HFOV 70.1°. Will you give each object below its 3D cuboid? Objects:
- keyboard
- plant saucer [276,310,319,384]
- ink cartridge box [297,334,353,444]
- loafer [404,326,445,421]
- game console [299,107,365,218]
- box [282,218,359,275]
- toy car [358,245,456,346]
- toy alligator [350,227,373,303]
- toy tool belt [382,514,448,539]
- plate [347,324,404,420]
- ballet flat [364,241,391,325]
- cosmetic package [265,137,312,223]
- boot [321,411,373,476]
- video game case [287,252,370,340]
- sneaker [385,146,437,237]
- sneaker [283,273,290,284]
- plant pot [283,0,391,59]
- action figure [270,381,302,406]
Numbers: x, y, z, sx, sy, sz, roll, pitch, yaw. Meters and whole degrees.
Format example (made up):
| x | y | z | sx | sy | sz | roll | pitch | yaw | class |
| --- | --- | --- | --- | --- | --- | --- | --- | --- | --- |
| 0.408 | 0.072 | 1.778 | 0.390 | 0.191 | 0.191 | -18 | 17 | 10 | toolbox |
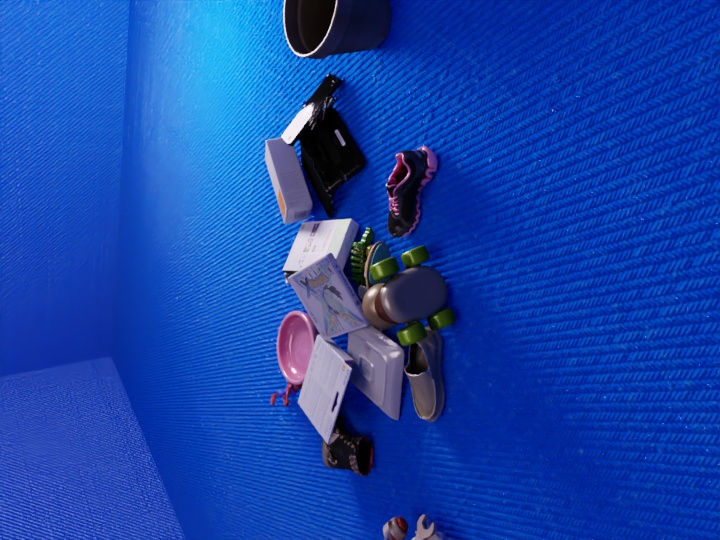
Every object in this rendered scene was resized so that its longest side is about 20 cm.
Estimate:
| x | y | z | sx | sy | sz | roll | pitch | yaw | class |
| --- | --- | --- | --- | --- | --- | --- | --- | --- | --- |
| -0.110 | -0.378 | 1.245 | 0.200 | 0.040 | 0.104 | -50 | 39 | 11 | keyboard |
| -0.165 | 0.214 | 1.427 | 0.200 | 0.051 | 0.202 | -6 | 82 | 52 | plant saucer |
| -0.078 | 0.288 | 1.260 | 0.200 | 0.043 | 0.197 | 32 | 108 | 55 | ink cartridge box |
| 0.127 | 0.218 | 1.063 | 0.076 | 0.068 | 0.201 | 4 | 99 | 51 | loafer |
| -0.074 | -0.267 | 1.279 | 0.176 | 0.116 | 0.201 | -35 | 66 | 16 | game console |
| -0.100 | -0.054 | 1.269 | 0.200 | 0.036 | 0.145 | 2 | 66 | 48 | box |
| 0.068 | 0.065 | 1.055 | 0.200 | 0.157 | 0.165 | -27 | 84 | 57 | toy car |
| 0.000 | 0.000 | 1.199 | 0.059 | 0.054 | 0.201 | 20 | 111 | 49 | toy alligator |
| 0.153 | 0.580 | 1.073 | 0.123 | 0.125 | 0.200 | -47 | 58 | 7 | toy tool belt |
| 0.023 | 0.225 | 1.203 | 0.199 | 0.032 | 0.201 | 33 | 129 | 46 | plate |
| 0.032 | 0.034 | 1.156 | 0.063 | 0.068 | 0.201 | 11 | 103 | 57 | ballet flat |
| -0.191 | -0.237 | 1.351 | 0.101 | 0.071 | 0.201 | 120 | 134 | -69 | cosmetic package |
| -0.040 | 0.417 | 1.303 | 0.150 | 0.073 | 0.201 | -4 | 89 | 49 | boot |
| -0.078 | 0.067 | 1.206 | 0.200 | 0.022 | 0.183 | -26 | 95 | 52 | video game case |
| 0.081 | -0.157 | 1.042 | 0.079 | 0.095 | 0.201 | 41 | 127 | 38 | sneaker |
| -0.125 | 0.029 | 1.331 | 0.200 | 0.092 | 0.076 | 1 | 97 | 51 | sneaker |
| -0.037 | -0.536 | 1.064 | 0.200 | 0.173 | 0.201 | 12 | 106 | 50 | plant pot |
| -0.198 | 0.373 | 1.495 | 0.200 | 0.065 | 0.099 | -49 | 41 | 44 | action figure |
